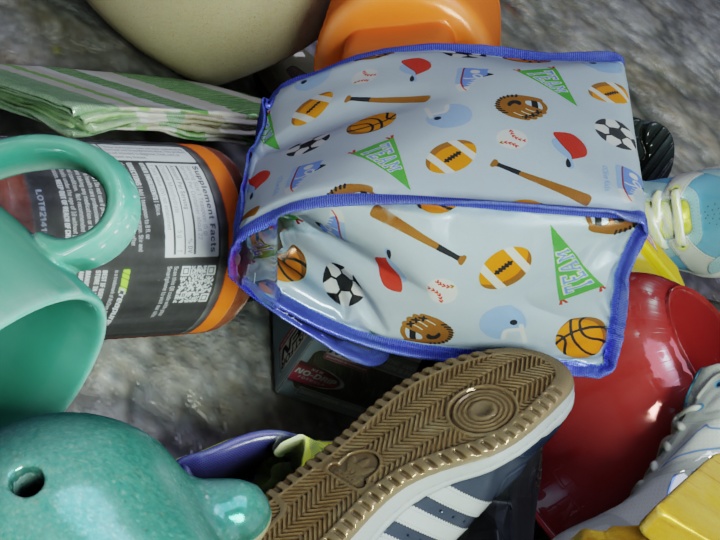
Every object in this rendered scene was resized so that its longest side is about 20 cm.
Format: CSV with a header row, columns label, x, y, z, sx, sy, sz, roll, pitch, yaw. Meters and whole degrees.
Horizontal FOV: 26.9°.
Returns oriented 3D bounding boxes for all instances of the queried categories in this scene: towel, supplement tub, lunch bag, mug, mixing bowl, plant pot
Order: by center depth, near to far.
label,x,y,z,sx,sy,sz,roll,pitch,yaw
mug,-0.191,0.023,0.641,0.114,0.152,0.185,41,53,13
lunch bag,0.037,-0.037,0.785,0.200,0.124,0.170,5,34,0
supplement tub,-0.127,-0.016,0.794,0.200,0.107,0.107,-1,48,-42
mixing bowl,0.166,0.076,0.881,0.200,0.108,0.200,36,34,-29
towel,-0.131,-0.098,0.896,0.152,0.023,0.200,22,17,41
plant pot,-0.091,-0.203,1.005,0.135,0.200,0.200,66,30,-16

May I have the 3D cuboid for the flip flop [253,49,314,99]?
label,x,y,z,sx,sy,sz,roll,pitch,yaw
flip flop,0.014,-0.105,1.063,0.200,0.058,0.081,39,34,6

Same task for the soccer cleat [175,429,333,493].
label,x,y,z,sx,sy,sz,roll,pitch,yaw
soccer cleat,-0.027,0.109,0.745,0.200,0.084,0.065,-8,52,-46

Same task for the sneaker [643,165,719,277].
label,x,y,z,sx,sy,sz,roll,pitch,yaw
sneaker,0.185,-0.029,1.035,0.130,0.200,0.080,-4,88,-34

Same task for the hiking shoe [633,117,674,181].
label,x,y,z,sx,sy,sz,roll,pitch,yaw
hiking shoe,0.138,-0.099,1.167,0.200,0.075,0.087,16,-2,-6

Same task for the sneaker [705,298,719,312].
label,x,y,z,sx,sy,sz,roll,pitch,yaw
sneaker,0.271,0.026,1.020,0.075,0.106,0.200,25,-3,30

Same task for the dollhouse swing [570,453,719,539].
label,x,y,z,sx,sy,sz,roll,pitch,yaw
dollhouse swing,0.161,0.162,0.737,0.182,0.200,0.176,32,35,-4

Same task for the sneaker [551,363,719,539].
label,x,y,z,sx,sy,sz,roll,pitch,yaw
sneaker,0.179,0.098,0.781,0.200,0.075,0.087,-22,72,-9

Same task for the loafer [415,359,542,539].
label,x,y,z,sx,sy,sz,roll,pitch,yaw
loafer,0.061,0.111,0.790,0.072,0.073,0.200,53,44,-54

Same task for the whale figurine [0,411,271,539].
label,x,y,z,sx,sy,sz,roll,pitch,yaw
whale figurine,-0.094,0.130,0.587,0.200,0.104,0.159,29,55,32

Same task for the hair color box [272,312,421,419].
label,x,y,z,sx,sy,sz,roll,pitch,yaw
hair color box,0.000,0.000,0.922,0.099,0.061,0.200,21,36,-22

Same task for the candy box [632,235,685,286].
label,x,y,z,sx,sy,sz,roll,pitch,yaw
candy box,0.116,-0.020,0.940,0.200,0.102,0.026,41,23,-41

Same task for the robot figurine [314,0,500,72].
label,x,y,z,sx,sy,sz,roll,pitch,yaw
robot figurine,0.033,-0.151,0.964,0.144,0.117,0.200,41,25,-15

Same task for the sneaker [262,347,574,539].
label,x,y,z,sx,sy,sz,roll,pitch,yaw
sneaker,0.025,0.124,0.712,0.200,0.109,0.070,-32,38,-22
